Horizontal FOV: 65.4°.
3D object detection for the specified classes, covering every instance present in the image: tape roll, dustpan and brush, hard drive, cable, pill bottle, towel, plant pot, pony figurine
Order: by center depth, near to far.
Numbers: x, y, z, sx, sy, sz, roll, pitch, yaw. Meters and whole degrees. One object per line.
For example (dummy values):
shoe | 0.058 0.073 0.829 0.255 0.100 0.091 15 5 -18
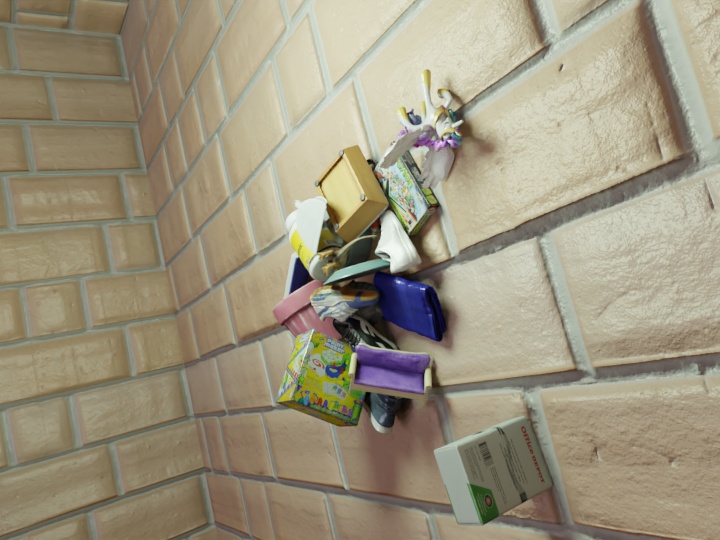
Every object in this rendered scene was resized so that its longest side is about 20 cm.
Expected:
pony figurine | 0.139 -0.296 1.202 0.193 0.165 0.202 -50 41 39
towel | 0.119 0.079 1.354 0.199 0.049 0.149 17 130 51
cable | 0.032 -0.182 1.439 0.096 0.050 0.203 13 103 25
dustpan and brush | -0.137 -0.144 1.462 0.199 0.057 0.141 36 120 42
pill bottle | -0.128 -0.076 1.537 0.201 0.110 0.112 55 138 35
tape roll | -0.051 -0.100 1.574 0.199 0.066 0.203 18 113 52
plant pot | -0.133 0.143 1.654 0.180 0.199 0.200 58 142 6
hard drive | -0.195 0.018 1.763 0.025 0.132 0.202 21 121 12

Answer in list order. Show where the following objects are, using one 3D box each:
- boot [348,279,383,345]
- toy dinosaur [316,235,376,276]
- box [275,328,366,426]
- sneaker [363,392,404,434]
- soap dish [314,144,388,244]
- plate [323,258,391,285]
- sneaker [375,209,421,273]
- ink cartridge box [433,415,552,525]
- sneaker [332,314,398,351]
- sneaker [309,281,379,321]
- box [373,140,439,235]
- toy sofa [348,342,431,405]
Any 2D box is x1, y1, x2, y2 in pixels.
boot | -0.017 0.118 1.518 0.130 0.068 0.201 31 125 1
toy dinosaur | -0.052 -0.040 1.421 0.061 0.106 0.200 56 143 13
box | -0.091 0.290 1.498 0.122 0.198 0.195 -28 40 59
sneaker | 0.052 0.315 1.512 0.202 0.076 0.148 46 125 51
soap dish | -0.029 -0.195 1.415 0.157 0.081 0.202 -43 57 32
plate | 0.000 0.000 1.399 0.199 0.198 0.026 -20 85 55
sneaker | 0.070 -0.070 1.346 0.076 0.088 0.201 57 -175 -41
ink cartridge box | 0.262 0.390 1.105 0.083 0.198 0.148 -40 64 55
sneaker | 0.001 0.192 1.443 0.199 0.112 0.074 32 125 5
sneaker | -0.031 0.084 1.430 0.198 0.075 0.089 -4 117 32
box | 0.107 -0.199 1.347 0.110 0.034 0.202 -54 54 46
toy sofa | 0.072 0.249 1.350 0.083 0.197 0.099 -78 -4 -61
